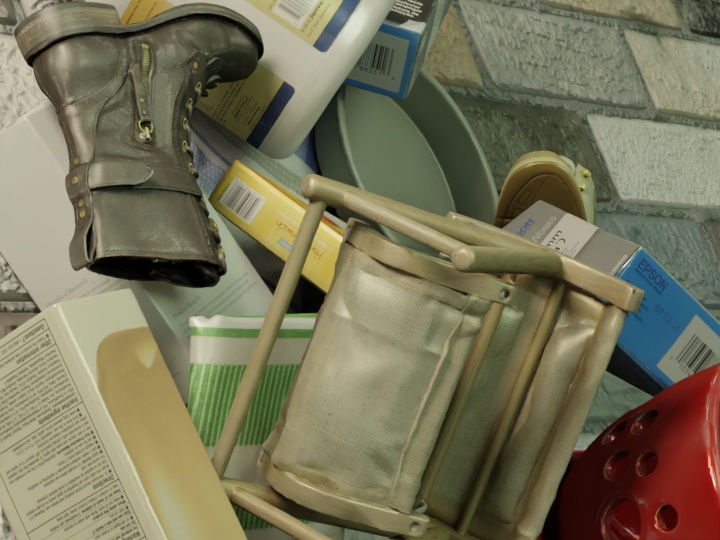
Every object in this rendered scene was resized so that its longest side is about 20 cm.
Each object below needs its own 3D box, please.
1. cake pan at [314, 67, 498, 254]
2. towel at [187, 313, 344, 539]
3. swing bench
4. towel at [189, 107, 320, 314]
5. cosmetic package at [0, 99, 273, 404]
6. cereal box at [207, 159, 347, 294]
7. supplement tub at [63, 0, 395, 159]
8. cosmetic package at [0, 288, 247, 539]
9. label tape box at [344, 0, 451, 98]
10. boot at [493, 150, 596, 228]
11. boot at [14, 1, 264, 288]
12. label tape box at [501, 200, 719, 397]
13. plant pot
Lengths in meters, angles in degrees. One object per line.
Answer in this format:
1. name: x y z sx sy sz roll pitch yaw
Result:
1. cake pan: 0.034 -0.070 1.766 0.200 0.037 0.200 36 41 -39
2. towel: -0.058 0.126 1.432 0.152 0.023 0.200 2 94 -52
3. swing bench: 0.036 0.070 1.390 0.130 0.199 0.200 26 8 36
4. towel: -0.083 -0.063 1.634 0.147 0.024 0.200 39 37 -28
5. cosmetic package: -0.147 -0.014 1.460 0.200 0.081 0.113 56 33 -2
6. cereal box: 0.000 0.000 1.553 0.144 0.040 0.200 36 4 24
7. supplement tub: -0.093 -0.183 1.577 0.200 0.144 0.144 34 36 -4
8. cosmetic package: -0.141 0.122 1.336 0.071 0.105 0.200 -13 76 -56
9. label tape box: -0.006 -0.218 1.746 0.144 0.063 0.200 17 38 5
10. boot: 0.144 -0.042 1.815 0.155 0.072 0.200 -80 164 -48
11. boot: -0.116 -0.069 1.421 0.200 0.069 0.174 -4 68 -46
12. label tape box: 0.167 0.020 1.682 0.144 0.063 0.200 42 -6 -31
13. plant pot: 0.215 0.178 1.566 0.200 0.182 0.201 34 43 -39
